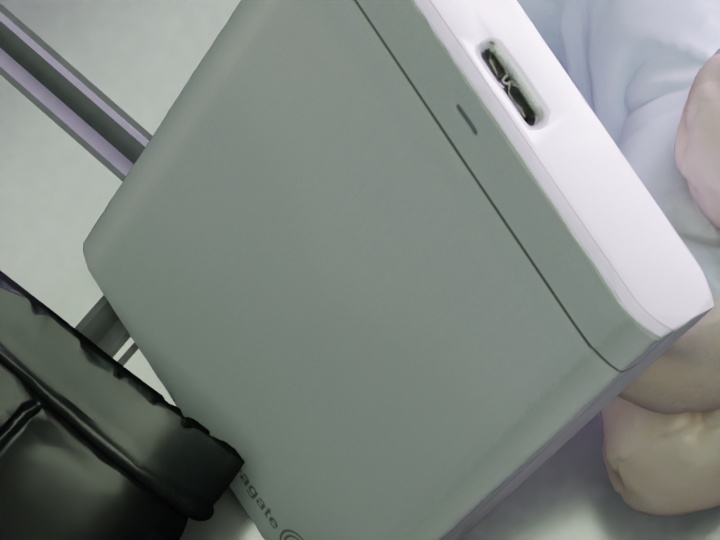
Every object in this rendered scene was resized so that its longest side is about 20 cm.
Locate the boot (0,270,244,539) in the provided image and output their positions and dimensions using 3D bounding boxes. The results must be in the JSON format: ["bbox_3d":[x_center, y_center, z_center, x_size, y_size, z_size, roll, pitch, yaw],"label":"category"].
[{"bbox_3d":[-0.152,0.062,0.798,0.200,0.076,0.168,37,86,12],"label":"boot"}]

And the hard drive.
[{"bbox_3d":[0.000,0.000,0.745,0.027,0.200,0.132,-28,78,-31],"label":"hard drive"}]

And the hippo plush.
[{"bbox_3d":[0.066,-0.055,0.764,0.160,0.159,0.201,27,99,17],"label":"hippo plush"}]
